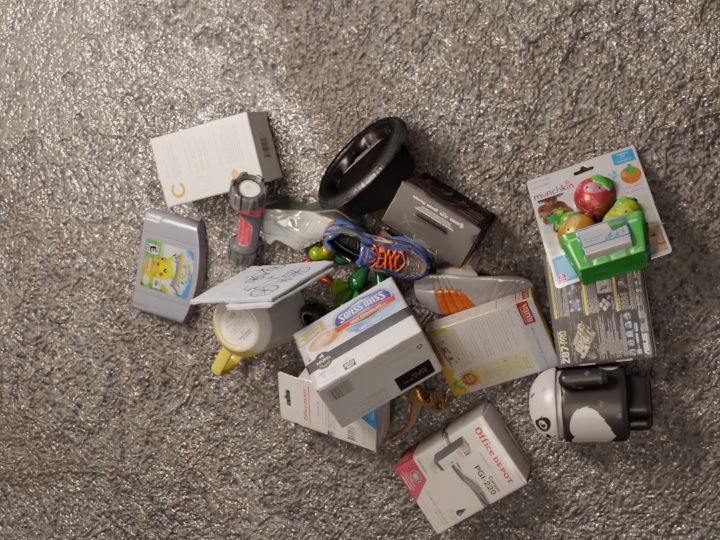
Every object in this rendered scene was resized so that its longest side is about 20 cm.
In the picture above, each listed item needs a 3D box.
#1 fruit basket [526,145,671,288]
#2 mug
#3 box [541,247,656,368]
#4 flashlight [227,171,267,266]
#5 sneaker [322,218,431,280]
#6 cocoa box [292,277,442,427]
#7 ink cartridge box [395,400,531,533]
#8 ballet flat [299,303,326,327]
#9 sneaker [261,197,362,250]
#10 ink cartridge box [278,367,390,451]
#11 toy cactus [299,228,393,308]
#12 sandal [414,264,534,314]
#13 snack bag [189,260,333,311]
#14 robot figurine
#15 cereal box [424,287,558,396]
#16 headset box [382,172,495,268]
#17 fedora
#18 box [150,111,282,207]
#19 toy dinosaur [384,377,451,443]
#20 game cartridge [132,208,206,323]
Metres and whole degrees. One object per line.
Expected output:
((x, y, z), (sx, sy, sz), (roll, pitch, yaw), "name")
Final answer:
((0.371, -0.089, 1.357), (0.182, 0.094, 0.204), (-17, 67, 15), "fruit basket")
((-0.192, 0.103, 1.558), (0.146, 0.153, 0.191), (5, 102, 15), "mug")
((0.390, 0.050, 1.411), (0.158, 0.049, 0.204), (-9, 88, 17), "box")
((-0.205, -0.084, 1.519), (0.067, 0.068, 0.201), (34, 143, 10), "flashlight")
((0.022, -0.025, 1.442), (0.196, 0.078, 0.077), (15, 108, 10), "sneaker")
((0.011, 0.136, 1.437), (0.198, 0.134, 0.132), (-30, 48, 0), "cocoa box")
((0.183, 0.349, 1.528), (0.199, 0.085, 0.147), (-35, 89, 18), "ink cartridge box")
((-0.051, 0.150, 1.573), (0.066, 0.057, 0.201), (-35, 94, 19), "ballet flat")
((-0.089, -0.079, 1.544), (0.196, 0.070, 0.082), (8, 116, 19), "sneaker")
((-0.047, 0.235, 1.559), (0.197, 0.068, 0.118), (15, 125, 21), "ink cartridge box")
((0.000, 0.000, 1.521), (0.199, 0.102, 0.166), (39, 99, 15), "toy cactus")
((0.194, 0.029, 1.479), (0.202, 0.060, 0.080), (0, 122, 7), "sandal")
((-0.170, 0.026, 1.468), (0.197, 0.188, 0.022), (-3, 108, 34), "snack bag")
((0.379, 0.222, 1.422), (0.196, 0.125, 0.153), (-3, 100, 17), "robot figurine")
((0.226, 0.126, 1.475), (0.197, 0.040, 0.146), (-19, 114, 18), "cereal box")
((0.130, -0.084, 1.400), (0.147, 0.200, 0.076), (32, 108, 9), "headset box")
((0.022, -0.161, 1.460), (0.200, 0.202, 0.091), (-40, 118, 20), "fedora")
((-0.258, -0.201, 1.549), (0.196, 0.097, 0.127), (-12, 97, 18), "box")
((0.105, 0.229, 1.554), (0.105, 0.060, 0.204), (17, 109, 43), "toy dinosaur")
((-0.363, -0.005, 1.652), (0.131, 0.040, 0.204), (14, 104, 10), "game cartridge")
